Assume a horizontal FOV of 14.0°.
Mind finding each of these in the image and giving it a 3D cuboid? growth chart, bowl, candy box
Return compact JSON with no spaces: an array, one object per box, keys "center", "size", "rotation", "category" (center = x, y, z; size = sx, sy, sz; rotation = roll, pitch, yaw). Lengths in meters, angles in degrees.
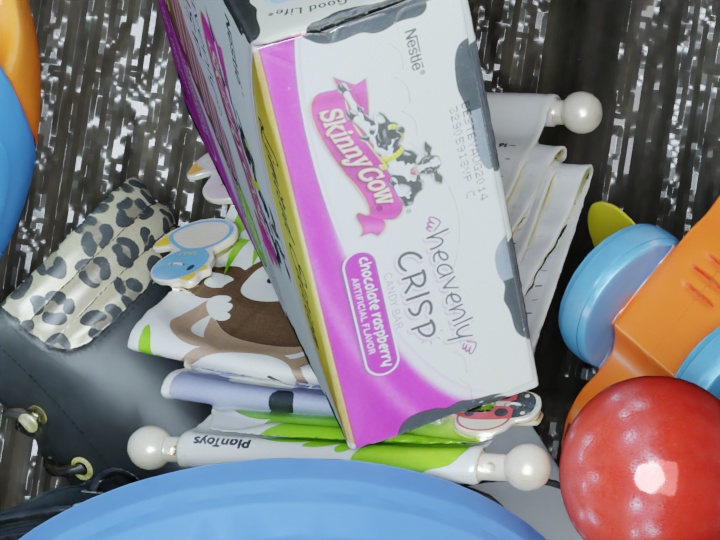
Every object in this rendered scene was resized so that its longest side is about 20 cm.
[{"center":[0.000,0.000,0.892],"size":[0.144,0.201,0.018],"rotation":[-2,127,15],"category":"growth chart"},{"center":[-0.026,0.136,0.841],"size":[0.199,0.040,0.202],"rotation":[-4,133,-5],"category":"bowl"},{"center":[-0.016,-0.063,0.850],"size":[0.061,0.200,0.137],"rotation":[-19,125,-8],"category":"candy box"}]

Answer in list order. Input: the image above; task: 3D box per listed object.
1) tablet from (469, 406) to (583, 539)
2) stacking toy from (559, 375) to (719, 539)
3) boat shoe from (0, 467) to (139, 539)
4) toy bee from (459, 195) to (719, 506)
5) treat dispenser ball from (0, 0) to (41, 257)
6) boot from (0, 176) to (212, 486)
[{"center":[0.049,0.155,0.940],"size":[0.130,0.014,0.201],"rotation":[-38,110,-14],"category":"tablet"},{"center":[0.154,0.053,0.821],"size":[0.198,0.085,0.086],"rotation":[-3,90,-11],"category":"stacking toy"},{"center":[-0.084,0.093,0.881],"size":[0.198,0.066,0.075],"rotation":[-22,128,19],"category":"boat shoe"},{"center":[0.098,0.034,0.912],"size":[0.199,0.109,0.131],"rotation":[-28,56,8],"category":"toy bee"},{"center":[-0.194,-0.052,0.877],"size":[0.199,0.201,0.203],"rotation":[0,90,-2],"category":"treat dispenser ball"},{"center":[-0.079,0.087,0.948],"size":[0.154,0.073,0.204],"rotation":[41,84,0],"category":"boot"}]
